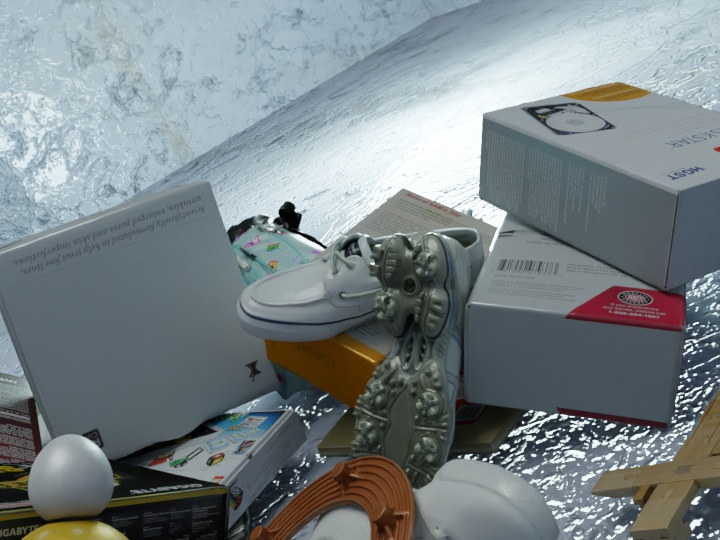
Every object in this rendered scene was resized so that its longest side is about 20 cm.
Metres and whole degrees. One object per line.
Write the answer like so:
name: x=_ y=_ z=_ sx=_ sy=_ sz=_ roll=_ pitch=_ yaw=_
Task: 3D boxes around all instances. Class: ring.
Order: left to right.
ring: x=-0.043 y=0.197 z=0.616 sx=0.200 sy=0.019 sz=0.201 roll=-42 pitch=19 yaw=18

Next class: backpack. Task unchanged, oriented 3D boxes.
backpack: x=-0.065 y=0.043 z=0.997 sx=0.126 sy=0.168 sz=0.200 roll=-26 pitch=32 yaw=-21

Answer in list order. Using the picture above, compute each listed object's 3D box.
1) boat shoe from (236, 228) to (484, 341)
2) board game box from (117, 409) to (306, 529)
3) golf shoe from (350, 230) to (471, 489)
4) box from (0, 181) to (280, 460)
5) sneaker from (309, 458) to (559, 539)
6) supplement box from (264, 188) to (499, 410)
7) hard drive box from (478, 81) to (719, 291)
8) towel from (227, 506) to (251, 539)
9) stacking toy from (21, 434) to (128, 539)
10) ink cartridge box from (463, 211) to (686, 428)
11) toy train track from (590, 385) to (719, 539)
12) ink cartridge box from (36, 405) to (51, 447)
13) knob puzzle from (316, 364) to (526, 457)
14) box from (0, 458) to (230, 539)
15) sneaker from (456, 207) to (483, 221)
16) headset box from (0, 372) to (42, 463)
boat shoe: x=0.000 y=0.000 z=0.775 sx=0.199 sy=0.067 sz=0.074 roll=-11 pitch=41 yaw=-9
board game box: x=-0.158 y=0.171 z=0.854 sx=0.199 sy=0.035 sz=0.126 roll=-9 pitch=23 yaw=37
golf shoe: x=0.051 y=0.072 z=0.714 sx=0.078 sy=0.201 sz=0.097 roll=12 pitch=8 yaw=32
box: x=-0.206 y=0.044 z=0.889 sx=0.198 sy=0.201 sz=0.131 roll=-22 pitch=11 yaw=-21
sneaker: x=0.035 y=0.173 z=0.617 sx=0.200 sy=0.075 sz=0.089 roll=-21 pitch=20 yaw=51
supplement box: x=0.027 y=0.023 z=0.857 sx=0.126 sy=0.074 sz=0.200 roll=26 pitch=48 yaw=30
hard drive box: x=0.212 y=-0.073 z=0.758 sx=0.155 sy=0.077 sz=0.200 roll=-18 pitch=32 yaw=-30
towel: x=-0.184 y=0.218 z=0.848 sx=0.192 sy=0.035 sz=0.200 roll=-28 pitch=17 yaw=-2
stacking toy: x=-0.166 y=0.194 z=0.562 sx=0.145 sy=0.201 sz=0.146 roll=-7 pitch=-13 yaw=-2
ink cartridge box: x=0.166 y=0.022 z=0.750 sx=0.144 sy=0.084 sz=0.200 roll=5 pitch=26 yaw=16
toy train track: x=0.214 y=0.109 z=0.599 sx=0.114 sy=0.033 sz=0.200 roll=-20 pitch=11 yaw=43
ink cartridge box: x=-0.257 y=0.158 z=1.039 sx=0.199 sy=0.085 sz=0.146 roll=-30 pitch=18 yaw=-10
knob puzzle: x=0.084 y=0.094 z=0.824 sx=0.219 sy=0.031 sz=0.220 roll=-25 pitch=17 yaw=8
box: x=-0.217 y=0.168 z=0.696 sx=0.159 sy=0.050 sz=0.200 roll=-1 pitch=-5 yaw=40
sneaker: x=0.068 y=-0.020 z=1.116 sx=0.146 sy=0.081 sz=0.200 roll=-22 pitch=12 yaw=-15
headset box: x=-0.336 y=0.200 z=0.863 sx=0.149 sy=0.075 sz=0.200 roll=-62 pitch=32 yaw=16
